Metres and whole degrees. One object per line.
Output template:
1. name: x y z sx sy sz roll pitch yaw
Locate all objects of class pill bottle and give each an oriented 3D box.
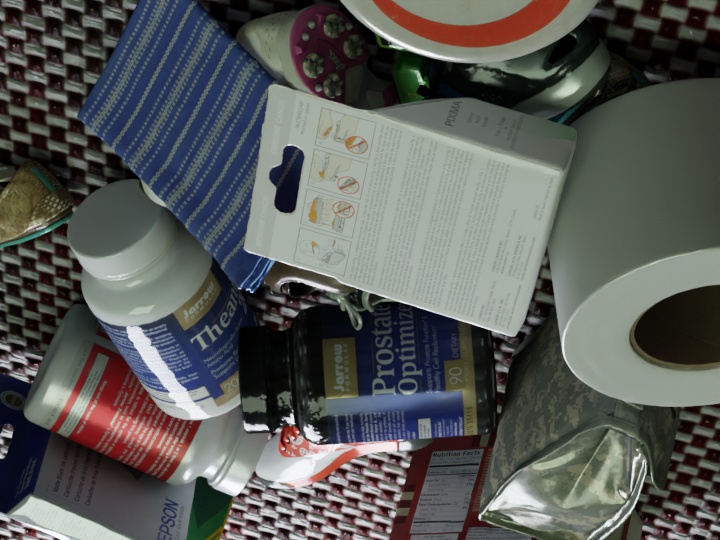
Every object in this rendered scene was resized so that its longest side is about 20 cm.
1. pill bottle: -0.182 0.118 1.874 0.200 0.112 0.112 26 143 -11
2. pill bottle: -0.157 0.022 1.738 0.111 0.111 0.200 -2 140 25
3. pill bottle: 0.006 0.081 1.708 0.200 0.112 0.112 -4 142 1

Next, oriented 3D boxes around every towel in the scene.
1. towel: -0.111 -0.097 1.522 0.200 0.024 0.145 45 125 18

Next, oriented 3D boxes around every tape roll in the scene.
1. tape roll: 0.227 -0.016 1.459 0.202 0.139 0.203 -4 146 -2

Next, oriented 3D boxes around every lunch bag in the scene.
1. lunch bag: 0.184 0.100 1.650 0.117 0.164 0.200 20 145 -8

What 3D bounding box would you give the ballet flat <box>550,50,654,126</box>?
1. ballet flat: 0.133 -0.085 1.520 0.075 0.068 0.200 27 141 -28

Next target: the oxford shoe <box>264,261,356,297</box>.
1. oxford shoe: -0.070 -0.020 1.627 0.200 0.073 0.085 18 123 51

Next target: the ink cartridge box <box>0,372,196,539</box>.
1. ink cartridge box: -0.241 0.168 1.899 0.200 0.200 0.041 24 118 -13

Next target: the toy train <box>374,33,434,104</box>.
1. toy train: 0.034 -0.175 1.462 0.056 0.042 0.200 12 145 25

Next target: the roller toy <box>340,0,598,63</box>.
1. roller toy: 0.066 -0.233 1.285 0.182 0.140 0.200 -23 125 29

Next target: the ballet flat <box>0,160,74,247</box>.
1. ballet flat: -0.312 -0.044 1.773 0.200 0.071 0.065 -22 101 38

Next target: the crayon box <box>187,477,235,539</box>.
1. crayon box: -0.173 0.279 2.008 0.051 0.200 0.126 23 144 -7

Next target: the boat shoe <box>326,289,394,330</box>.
1. boat shoe: 0.001 0.003 1.668 0.202 0.086 0.075 7 143 13

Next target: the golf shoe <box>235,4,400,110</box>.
1. golf shoe: -0.019 -0.115 1.548 0.091 0.075 0.200 8 144 40

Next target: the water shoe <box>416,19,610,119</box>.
1. water shoe: 0.071 -0.123 1.449 0.200 0.072 0.079 -27 107 25

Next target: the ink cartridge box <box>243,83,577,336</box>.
1. ink cartridge box: 0.031 -0.051 1.438 0.200 0.050 0.161 18 135 6

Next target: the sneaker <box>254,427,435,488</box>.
1. sneaker: -0.035 0.122 1.858 0.201 0.067 0.108 -18 132 34

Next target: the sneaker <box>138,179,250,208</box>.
1. sneaker: -0.106 -0.088 1.576 0.200 0.077 0.089 11 132 45

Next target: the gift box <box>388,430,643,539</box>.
1. gift box: 0.128 0.266 1.873 0.184 0.200 0.187 -2 141 33
